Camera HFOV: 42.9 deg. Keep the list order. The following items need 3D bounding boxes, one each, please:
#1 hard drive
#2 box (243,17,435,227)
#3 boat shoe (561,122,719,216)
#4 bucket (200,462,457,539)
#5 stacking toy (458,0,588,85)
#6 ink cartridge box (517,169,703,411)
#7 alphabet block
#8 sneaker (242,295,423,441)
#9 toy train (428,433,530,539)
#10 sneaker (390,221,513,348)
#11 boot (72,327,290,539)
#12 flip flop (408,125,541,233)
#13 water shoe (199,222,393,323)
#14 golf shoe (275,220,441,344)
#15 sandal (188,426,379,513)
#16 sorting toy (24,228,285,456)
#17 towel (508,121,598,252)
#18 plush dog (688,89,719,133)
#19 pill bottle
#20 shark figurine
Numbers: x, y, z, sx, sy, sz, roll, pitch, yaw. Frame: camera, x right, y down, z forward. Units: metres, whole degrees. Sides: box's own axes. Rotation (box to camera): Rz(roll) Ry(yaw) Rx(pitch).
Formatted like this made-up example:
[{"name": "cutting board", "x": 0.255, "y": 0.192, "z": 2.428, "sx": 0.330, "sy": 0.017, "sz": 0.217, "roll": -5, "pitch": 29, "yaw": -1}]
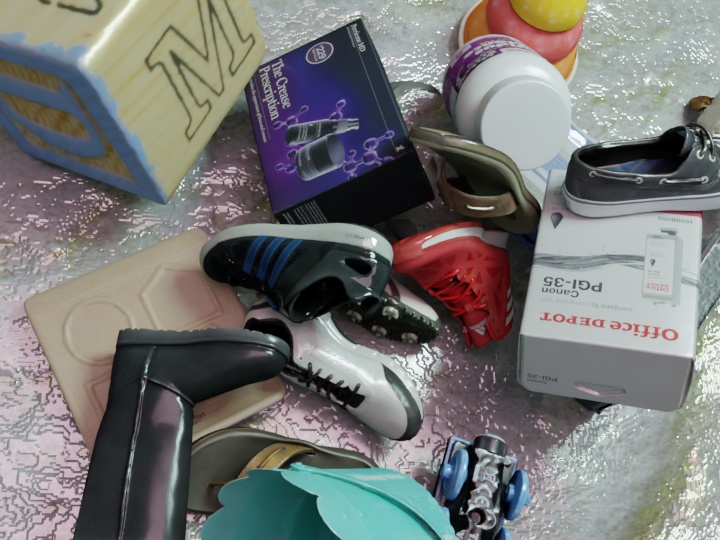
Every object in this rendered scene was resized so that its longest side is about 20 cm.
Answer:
[{"name": "hard drive", "x": 0.303, "y": 0.049, "z": 0.921, "sx": 0.038, "sy": 0.140, "sz": 0.200, "roll": 39, "pitch": 68, "yaw": 4}, {"name": "box", "x": -0.027, "y": -0.133, "z": 0.891, "sx": 0.140, "sy": 0.079, "sz": 0.201, "roll": -22, "pitch": 52, "yaw": 6}, {"name": "boat shoe", "x": 0.278, "y": -0.098, "z": 0.809, "sx": 0.199, "sy": 0.066, "sz": 0.070, "roll": -6, "pitch": 49, "yaw": 5}, {"name": "bucket", "x": -0.022, "y": 0.252, "z": 0.721, "sx": 0.134, "sy": 0.207, "sz": 0.208, "roll": 2, "pitch": 66, "yaw": -44}, {"name": "stacking toy", "x": 0.199, "y": -0.286, "z": 0.988, "sx": 0.145, "sy": 0.200, "sz": 0.147, "roll": 4, "pitch": 70, "yaw": -10}, {"name": "ink cartridge box", "x": 0.227, "y": 0.012, "z": 0.824, "sx": 0.146, "sy": 0.083, "sz": 0.201, "roll": 7, "pitch": 52, "yaw": 15}, {"name": "alphabet block", "x": -0.232, "y": -0.215, "z": 0.847, "sx": 0.194, "sy": 0.197, "sz": 0.201, "roll": 21, "pitch": 66, "yaw": 20}, {"name": "sneaker", "x": -0.030, "y": 0.096, "z": 0.859, "sx": 0.200, "sy": 0.074, "sz": 0.080, "roll": 39, "pitch": 34, "yaw": 11}, {"name": "toy train", "x": 0.086, "y": 0.246, "z": 0.816, "sx": 0.086, "sy": 0.114, "sz": 0.201, "roll": 20, "pitch": 68, "yaw": -5}, {"name": "sneaker", "x": 0.102, "y": 0.018, "z": 0.881, "sx": 0.199, "sy": 0.078, "sz": 0.116, "roll": -5, "pitch": 80, "yaw": -53}, {"name": "boot", "x": -0.149, "y": 0.152, "z": 0.772, "sx": 0.164, "sy": 0.066, "sz": 0.201, "roll": -2, "pitch": 61, "yaw": 13}, {"name": "flip flop", "x": 0.105, "y": -0.071, "z": 0.834, "sx": 0.081, "sy": 0.200, "sz": 0.058, "roll": 24, "pitch": 82, "yaw": 35}, {"name": "water shoe", "x": -0.068, "y": 0.005, "z": 0.815, "sx": 0.199, "sy": 0.071, "sz": 0.079, "roll": -5, "pitch": 60, "yaw": 30}, {"name": "golf shoe", "x": 0.000, "y": 0.000, "z": 0.911, "sx": 0.199, "sy": 0.077, "sz": 0.088, "roll": 29, "pitch": 62, "yaw": 0}, {"name": "sandal", "x": -0.072, "y": 0.192, "z": 0.824, "sx": 0.199, "sy": 0.055, "sz": 0.082, "roll": 12, "pitch": 93, "yaw": -12}, {"name": "sorting toy", "x": -0.193, "y": 0.076, "z": 0.866, "sx": 0.184, "sy": 0.037, "sz": 0.201, "roll": -25, "pitch": 73, "yaw": -19}, {"name": "towel", "x": 0.211, "y": -0.094, "z": 0.986, "sx": 0.147, "sy": 0.024, "sz": 0.200, "roll": 40, "pitch": 50, "yaw": 5}, {"name": "plush dog", "x": 0.479, "y": -0.148, "z": 1.050, "sx": 0.171, "sy": 0.160, "sz": 0.201, "roll": 28, "pitch": 95, "yaw": -16}, {"name": "pill bottle", "x": 0.144, "y": -0.165, "z": 0.904, "sx": 0.111, "sy": 0.200, "sz": 0.113, "roll": -1, "pitch": 112, "yaw": -2}, {"name": "shark figurine", "x": 0.023, "y": -0.110, "z": 0.958, "sx": 0.128, "sy": 0.089, "sz": 0.216, "roll": 4, "pitch": 75, "yaw": -46}]
